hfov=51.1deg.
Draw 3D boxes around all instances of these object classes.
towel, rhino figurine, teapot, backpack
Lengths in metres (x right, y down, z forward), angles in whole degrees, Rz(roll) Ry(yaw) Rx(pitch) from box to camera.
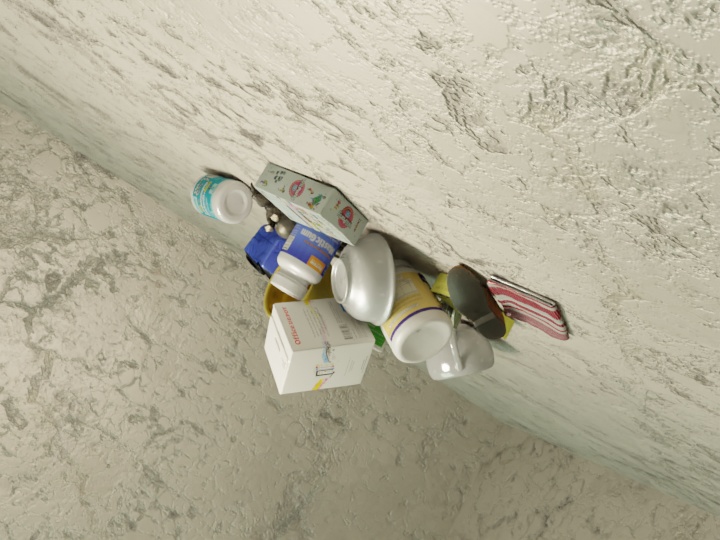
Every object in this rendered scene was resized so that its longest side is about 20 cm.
[{"bbox_3d":[0.327,0.076,1.461,0.143,0.023,0.200,25,169,29],"label":"towel"},{"bbox_3d":[-0.194,-0.126,1.763,0.201,0.059,0.088,50,-154,-13],"label":"rhino figurine"},{"bbox_3d":[0.256,0.203,2.004,0.195,0.148,0.199,-10,175,-36],"label":"teapot"},{"bbox_3d":[-0.211,-0.047,2.056,0.162,0.168,0.199,43,170,-28],"label":"backpack"}]

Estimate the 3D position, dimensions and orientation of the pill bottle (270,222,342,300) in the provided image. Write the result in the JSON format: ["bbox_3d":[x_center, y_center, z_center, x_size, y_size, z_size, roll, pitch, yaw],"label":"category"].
[{"bbox_3d":[-0.117,-0.040,1.683,0.111,0.202,0.112,28,171,5],"label":"pill bottle"}]

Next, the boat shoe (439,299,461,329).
[{"bbox_3d":[0.211,0.101,1.811,0.060,0.072,0.201,24,172,12],"label":"boat shoe"}]

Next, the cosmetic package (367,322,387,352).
[{"bbox_3d":[0.050,0.085,1.830,0.107,0.202,0.085,28,173,-3],"label":"cosmetic package"}]

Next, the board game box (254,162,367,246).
[{"bbox_3d":[-0.102,-0.136,1.555,0.199,0.065,0.147,26,171,36],"label":"board game box"}]

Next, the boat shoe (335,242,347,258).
[{"bbox_3d":[-0.043,-0.059,1.855,0.066,0.058,0.200,24,176,-4],"label":"boat shoe"}]

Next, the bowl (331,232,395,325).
[{"bbox_3d":[-0.006,0.021,1.610,0.089,0.204,0.201,-3,-175,-23],"label":"bowl"}]

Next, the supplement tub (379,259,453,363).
[{"bbox_3d":[0.102,0.086,1.662,0.145,0.145,0.201,39,-164,-46],"label":"supplement tub"}]

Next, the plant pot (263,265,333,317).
[{"bbox_3d":[-0.113,0.076,1.910,0.188,0.202,0.200,35,170,-34],"label":"plant pot"}]

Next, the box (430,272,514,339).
[{"bbox_3d":[0.247,0.079,1.646,0.199,0.051,0.075,36,169,-30],"label":"box"}]

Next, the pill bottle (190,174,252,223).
[{"bbox_3d":[-0.374,-0.192,1.977,0.110,0.112,0.199,37,168,-38],"label":"pill bottle"}]

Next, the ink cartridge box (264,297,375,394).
[{"bbox_3d":[-0.096,0.164,1.674,0.197,0.146,0.148,-4,-137,-25],"label":"ink cartridge box"}]

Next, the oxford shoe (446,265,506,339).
[{"bbox_3d":[0.231,0.053,1.523,0.071,0.072,0.201,-20,127,25],"label":"oxford shoe"}]
